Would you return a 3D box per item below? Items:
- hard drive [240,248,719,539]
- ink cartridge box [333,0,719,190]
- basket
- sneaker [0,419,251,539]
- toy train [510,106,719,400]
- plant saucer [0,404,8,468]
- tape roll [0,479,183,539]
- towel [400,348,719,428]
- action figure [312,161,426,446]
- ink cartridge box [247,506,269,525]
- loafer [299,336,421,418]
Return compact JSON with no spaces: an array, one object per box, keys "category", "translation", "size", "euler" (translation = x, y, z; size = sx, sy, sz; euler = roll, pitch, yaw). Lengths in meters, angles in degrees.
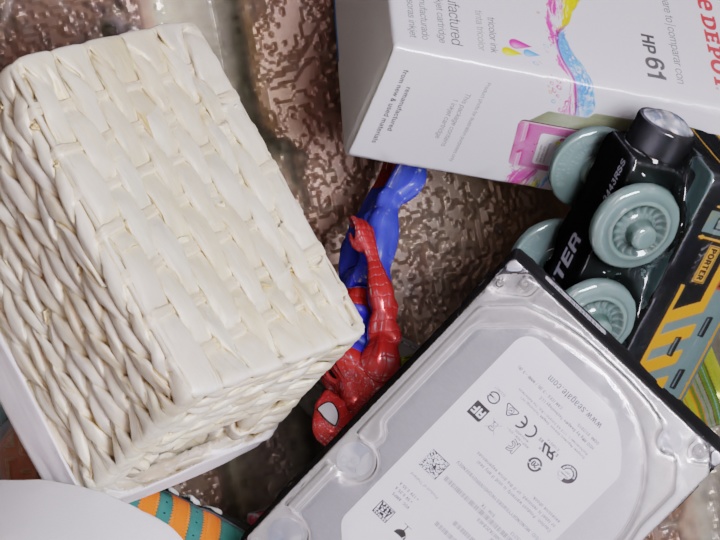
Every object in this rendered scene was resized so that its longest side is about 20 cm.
[{"category":"hard drive","translation":[0.056,0.108,1.099],"size":[0.140,0.038,0.200],"euler":[44,103,-2]},{"category":"ink cartridge box","translation":[0.094,-0.119,1.190],"size":[0.199,0.085,0.145],"euler":[10,48,-16]},{"category":"basket","translation":[-0.110,-0.007,1.106],"size":[0.135,0.123,0.201],"euler":[-19,74,-43]},{"category":"sneaker","translation":[-0.098,0.142,1.148],"size":[0.200,0.071,0.080],"euler":[48,42,9]},{"category":"toy train","translation":[0.133,0.015,1.148],"size":[0.113,0.085,0.201],"euler":[13,115,-25]},{"category":"plant saucer","translation":[-0.190,0.042,1.179],"size":[0.200,0.039,0.202],"euler":[-1,92,-16]},{"category":"tape roll","translation":[-0.152,0.202,1.067],"size":[0.201,0.071,0.203],"euler":[3,110,7]},{"category":"towel","translation":[0.112,0.063,1.227],"size":[0.199,0.018,0.086],"euler":[-14,74,-33]},{"category":"action figure","translation":[0.000,0.000,1.175],"size":[0.051,0.065,0.201],"euler":[20,58,-23]},{"category":"ink cartridge box","translation":[0.020,0.223,1.191],"size":[0.144,0.083,0.201],"euler":[2,92,18]},{"category":"loafer","translation":[0.039,0.074,1.235],"size":[0.200,0.070,0.070],"euler":[36,47,-9]}]
